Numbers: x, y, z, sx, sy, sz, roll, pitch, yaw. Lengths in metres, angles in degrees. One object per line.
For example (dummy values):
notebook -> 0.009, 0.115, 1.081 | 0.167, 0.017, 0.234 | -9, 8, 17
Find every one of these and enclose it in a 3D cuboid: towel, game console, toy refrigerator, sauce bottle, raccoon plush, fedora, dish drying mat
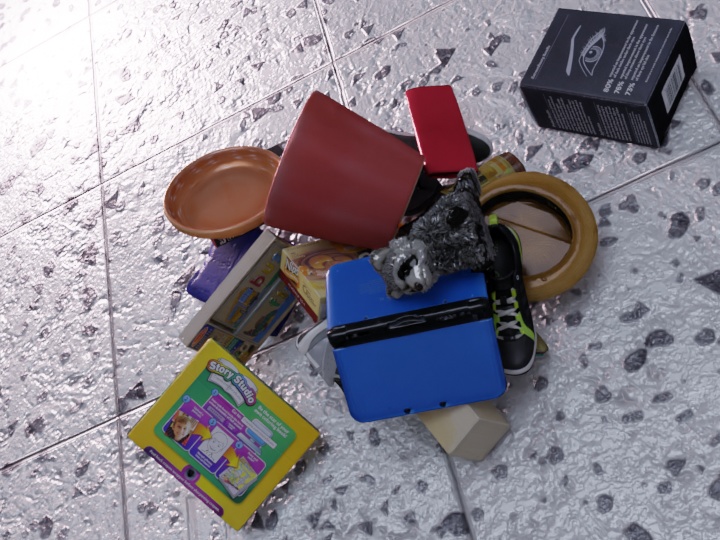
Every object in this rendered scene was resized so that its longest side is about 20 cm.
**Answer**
towel -> -0.168, 0.009, 1.528 | 0.199, 0.050, 0.148 | 23, 82, 36
game console -> 0.067, 0.072, 1.204 | 0.199, 0.119, 0.171 | -11, 48, 9
toy refrigerator -> 0.097, 0.154, 1.267 | 0.070, 0.076, 0.200 | -53, 50, 15
sauce bottle -> 0.145, -0.095, 1.379 | 0.199, 0.066, 0.066 | -34, 50, -15
raccoon plush -> 0.088, -0.038, 1.180 | 0.133, 0.097, 0.200 | -21, 17, 18
fedora -> 0.224, -0.036, 1.317 | 0.199, 0.082, 0.202 | -7, 64, 16
dish drying mat -> 0.116, -0.204, 1.418 | 0.076, 0.018, 0.201 | -3, 47, -7

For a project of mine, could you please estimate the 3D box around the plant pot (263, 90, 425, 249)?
plant pot -> -0.017, -0.122, 1.332 | 0.176, 0.201, 0.201 | 22, 70, 0

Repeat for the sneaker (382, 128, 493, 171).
sneaker -> 0.096, -0.161, 1.435 | 0.198, 0.071, 0.099 | 2, 38, 6

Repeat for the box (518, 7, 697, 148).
box -> 0.350, -0.276, 1.382 | 0.199, 0.104, 0.149 | 18, 72, 35

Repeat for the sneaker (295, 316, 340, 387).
sneaker -> 0.023, 0.082, 1.268 | 0.199, 0.075, 0.116 | -34, 89, 4

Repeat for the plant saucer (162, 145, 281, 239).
plant saucer -> -0.204, -0.116, 1.498 | 0.199, 0.038, 0.201 | -8, 44, 8

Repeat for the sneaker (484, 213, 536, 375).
sneaker -> 0.173, 0.031, 1.214 | 0.071, 0.083, 0.201 | -11, 75, 14

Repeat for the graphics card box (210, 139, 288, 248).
graphics card box -> -0.173, -0.126, 1.563 | 0.199, 0.051, 0.126 | -29, 43, -12

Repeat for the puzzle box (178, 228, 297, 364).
puzzle box -> -0.153, 0.045, 1.389 | 0.200, 0.133, 0.025 | -50, 53, 5

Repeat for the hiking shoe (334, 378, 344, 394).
hiking shoe -> -0.012, 0.074, 1.365 | 0.075, 0.101, 0.201 | -14, 56, 21

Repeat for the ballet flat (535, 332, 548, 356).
ballet flat -> 0.161, 0.061, 1.297 | 0.199, 0.071, 0.071 | 15, 69, 37

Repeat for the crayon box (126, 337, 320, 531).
crayon box -> -0.185, 0.221, 1.328 | 0.200, 0.058, 0.173 | 42, 82, -2

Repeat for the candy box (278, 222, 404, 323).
candy box -> 0.000, 0.000, 1.366 | 0.199, 0.056, 0.116 | -14, 45, -28

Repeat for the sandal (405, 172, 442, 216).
sandal -> 0.033, -0.135, 1.504 | 0.199, 0.043, 0.076 | 16, 70, 34
